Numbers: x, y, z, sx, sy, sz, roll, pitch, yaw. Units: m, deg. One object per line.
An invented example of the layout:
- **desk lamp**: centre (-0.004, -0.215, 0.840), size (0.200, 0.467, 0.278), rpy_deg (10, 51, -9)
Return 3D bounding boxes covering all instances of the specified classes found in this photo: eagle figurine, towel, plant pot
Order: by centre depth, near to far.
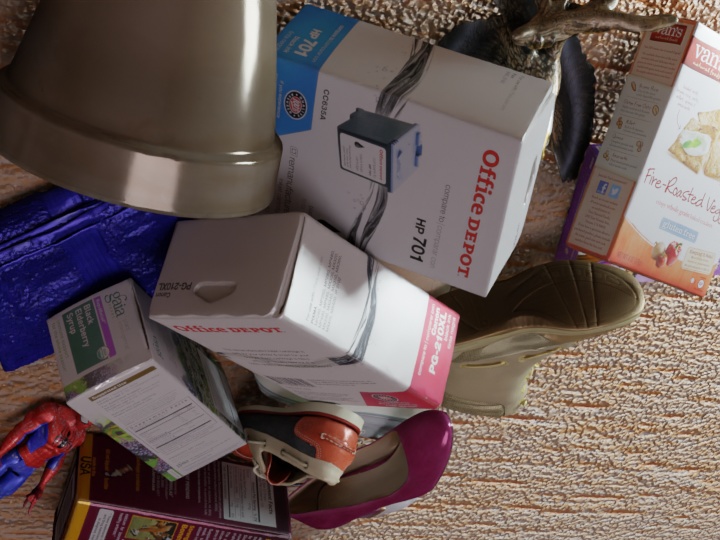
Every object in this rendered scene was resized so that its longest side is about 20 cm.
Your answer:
- **plant pot**: centre (-0.133, -0.153, 0.877), size (0.198, 0.200, 0.176), rpy_deg (6, 110, -27)
- **eagle figurine**: centre (0.129, -0.145, 1.040), size (0.151, 0.152, 0.200), rpy_deg (31, 158, 3)
- **towel**: centre (-0.219, -0.002, 1.051), size (0.198, 0.050, 0.149), rpy_deg (-24, 134, -1)

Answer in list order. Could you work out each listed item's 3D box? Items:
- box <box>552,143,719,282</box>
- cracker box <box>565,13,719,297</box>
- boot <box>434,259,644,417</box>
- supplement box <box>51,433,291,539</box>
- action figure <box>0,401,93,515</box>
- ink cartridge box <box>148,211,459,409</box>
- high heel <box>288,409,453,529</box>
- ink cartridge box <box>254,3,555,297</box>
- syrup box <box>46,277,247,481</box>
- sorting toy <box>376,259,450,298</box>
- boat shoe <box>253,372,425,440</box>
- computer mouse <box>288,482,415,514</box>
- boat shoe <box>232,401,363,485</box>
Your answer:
- **box**: centre (0.284, -0.054, 1.223), size (0.197, 0.039, 0.138), rpy_deg (-5, 132, -18)
- **cracker box**: centre (0.263, -0.092, 1.107), size (0.133, 0.057, 0.202), rpy_deg (16, 95, -38)
- **boot**: centre (0.158, 0.069, 1.231), size (0.197, 0.073, 0.156), rpy_deg (-13, 146, 0)
- **supplement box**: centre (-0.174, 0.233, 1.230), size (0.198, 0.086, 0.111), rpy_deg (13, 125, -18)
- **action figure**: centre (-0.304, 0.173, 1.175), size (0.199, 0.052, 0.065), rpy_deg (-37, 130, 8)
- **ink cartridge box**: centre (-0.041, 0.035, 1.034), size (0.144, 0.085, 0.199), rpy_deg (-2, 156, 41)
- **high heel**: centre (0.005, 0.182, 1.223), size (0.095, 0.068, 0.200), rpy_deg (2, 153, -31)
- **ink cartridge box**: centre (0.026, -0.088, 0.983), size (0.198, 0.086, 0.148), rpy_deg (20, 131, 14)
- **syrup box**: centre (-0.172, 0.094, 1.103), size (0.081, 0.079, 0.200), rpy_deg (-26, 149, 6)
- **sorting toy**: centre (0.000, 0.000, 1.153), size (0.197, 0.037, 0.187), rpy_deg (-2, 130, -22)
- **boat shoe**: centre (-0.020, 0.124, 1.232), size (0.199, 0.070, 0.072), rpy_deg (15, 119, -35)
- **computer mouse**: centre (-0.012, 0.219, 1.338), size (0.197, 0.044, 0.111), rpy_deg (-5, 130, -18)
- **boat shoe**: centre (-0.066, 0.158, 1.178), size (0.071, 0.063, 0.199), rpy_deg (28, 158, -26)
